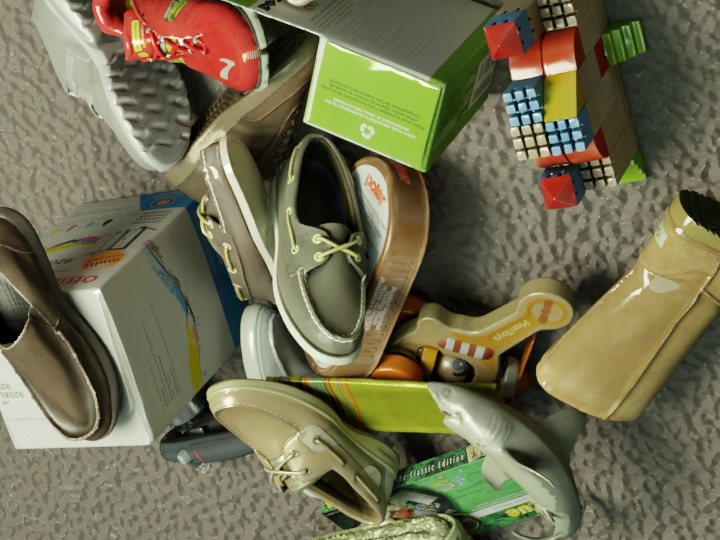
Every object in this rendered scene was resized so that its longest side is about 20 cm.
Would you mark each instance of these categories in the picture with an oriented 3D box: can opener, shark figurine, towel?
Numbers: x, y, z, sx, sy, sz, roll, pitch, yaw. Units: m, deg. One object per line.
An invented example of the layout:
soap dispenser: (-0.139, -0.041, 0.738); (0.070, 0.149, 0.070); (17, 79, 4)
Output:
can opener: (-0.134, 0.148, 1.489); (0.079, 0.064, 0.199); (43, 159, -21)
shark figurine: (0.155, 0.155, 1.328); (0.128, 0.090, 0.215); (20, 154, 49)
towel: (0.031, 0.283, 1.514); (0.198, 0.037, 0.149); (-16, 133, 28)
towel: (0.023, 0.114, 1.375); (0.197, 0.018, 0.086); (1, 151, 16)

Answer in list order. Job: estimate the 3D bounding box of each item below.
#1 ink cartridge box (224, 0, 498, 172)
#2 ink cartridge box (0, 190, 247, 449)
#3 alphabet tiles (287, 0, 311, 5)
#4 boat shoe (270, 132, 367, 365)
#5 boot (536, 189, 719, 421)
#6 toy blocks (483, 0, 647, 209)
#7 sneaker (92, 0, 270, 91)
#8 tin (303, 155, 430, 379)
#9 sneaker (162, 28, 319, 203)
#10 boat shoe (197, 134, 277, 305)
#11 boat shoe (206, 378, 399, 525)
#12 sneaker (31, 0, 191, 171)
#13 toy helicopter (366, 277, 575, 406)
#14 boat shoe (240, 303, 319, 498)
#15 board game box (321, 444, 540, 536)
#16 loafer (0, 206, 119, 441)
ink cartridge box: (-0.007, -0.170, 1.250); (0.198, 0.148, 0.076); (22, 125, 14)
ink cartridge box: (-0.212, 0.040, 1.422); (0.146, 0.200, 0.146); (-6, 114, 26)
alphabet tiles: (-0.047, -0.301, 1.206); (0.199, 0.015, 0.197); (-31, 77, 5)
boat shoe: (-0.030, -0.020, 1.303); (0.071, 0.203, 0.061); (6, 139, -22)
boot: (0.258, 0.044, 1.282); (0.174, 0.066, 0.201); (26, 126, -9)
toy blocks: (0.148, -0.129, 1.208); (0.099, 0.137, 0.202); (-7, 114, 27)
sneaker: (-0.143, -0.181, 1.300); (0.199, 0.084, 0.078); (30, 134, 45)
tin: (0.000, 0.000, 1.357); (0.112, 0.041, 0.202); (56, 133, 46)
sneaker: (-0.081, -0.121, 1.370); (0.075, 0.071, 0.200); (36, 131, -19)
boat shoe: (-0.100, -0.036, 1.365); (0.059, 0.073, 0.201); (-9, 147, 10)
boat shoe: (-0.047, 0.152, 1.380); (0.072, 0.066, 0.199); (-21, 137, 41)
sneaker: (-0.209, -0.164, 1.388); (0.201, 0.074, 0.082); (59, 139, 12)
toy helicopter: (0.108, 0.063, 1.362); (0.132, 0.079, 0.199); (35, 138, -22)
boat shoe: (-0.043, 0.113, 1.470); (0.071, 0.070, 0.203); (-11, 117, 24)
board game box: (0.073, 0.204, 1.463); (0.199, 0.024, 0.105); (-23, 131, 31)
loafer: (-0.259, 0.053, 1.287); (0.072, 0.071, 0.202); (-21, 105, 30)
